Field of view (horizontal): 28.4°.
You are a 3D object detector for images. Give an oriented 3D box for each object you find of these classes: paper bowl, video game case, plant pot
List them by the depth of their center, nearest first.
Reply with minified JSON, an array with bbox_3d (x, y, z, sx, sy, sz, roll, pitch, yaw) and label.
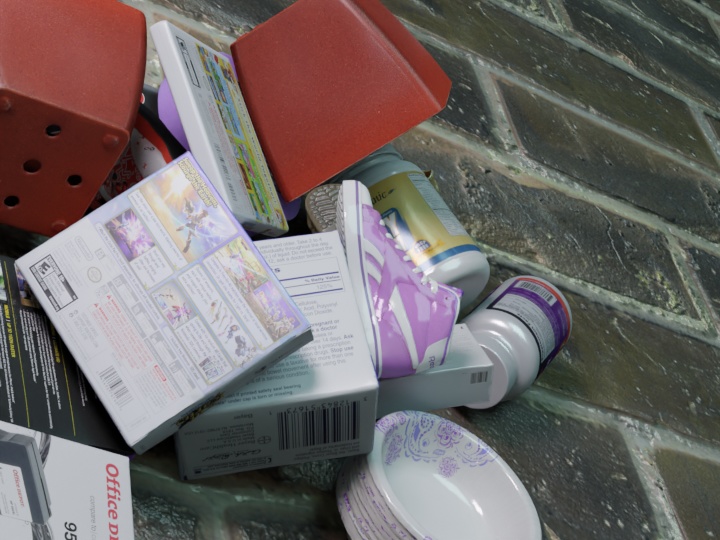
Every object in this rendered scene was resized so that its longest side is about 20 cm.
[{"bbox_3d":[-0.169,0.026,1.228,0.200,0.181,0.045,55,-7,17],"label":"video game case"},{"bbox_3d":[-0.314,-0.148,1.311,0.200,0.200,0.176,18,32,-33],"label":"plant pot"},{"bbox_3d":[0.067,0.241,1.373,0.200,0.104,0.201,28,29,-17],"label":"paper bowl"},{"bbox_3d":[-0.138,-0.135,1.415,0.182,0.023,0.200,14,55,-75],"label":"video game case"},{"bbox_3d":[-0.032,-0.216,1.565,0.176,0.200,0.200,58,13,-11],"label":"plant pot"}]

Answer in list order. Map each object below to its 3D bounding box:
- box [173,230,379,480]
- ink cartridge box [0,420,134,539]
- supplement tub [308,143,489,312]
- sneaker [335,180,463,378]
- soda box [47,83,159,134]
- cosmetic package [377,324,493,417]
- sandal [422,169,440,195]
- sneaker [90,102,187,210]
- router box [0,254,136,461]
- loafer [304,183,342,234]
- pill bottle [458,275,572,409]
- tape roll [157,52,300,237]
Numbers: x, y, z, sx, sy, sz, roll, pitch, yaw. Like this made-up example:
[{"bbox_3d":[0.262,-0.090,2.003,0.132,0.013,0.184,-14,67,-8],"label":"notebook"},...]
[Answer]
[{"bbox_3d":[-0.092,0.076,1.329,0.183,0.105,0.200,-7,48,-8],"label":"box"},{"bbox_3d":[-0.275,0.194,1.078,0.200,0.084,0.145,22,37,-31],"label":"ink cartridge box"},{"bbox_3d":[0.041,-0.036,1.655,0.145,0.145,0.200,-7,56,-51],"label":"supplement tub"},{"bbox_3d":[0.038,0.004,1.393,0.114,0.073,0.201,-8,77,-9],"label":"sneaker"},{"bbox_3d":[-0.294,-0.179,1.525,0.200,0.071,0.063,21,39,-32],"label":"soda box"},{"bbox_3d":[0.026,0.107,1.443,0.200,0.051,0.083,-7,33,-15],"label":"cosmetic package"},{"bbox_3d":[0.063,-0.109,1.841,0.212,0.070,0.078,38,31,-7],"label":"sandal"},{"bbox_3d":[-0.221,-0.086,1.442,0.067,0.108,0.201,29,15,-49],"label":"sneaker"},{"bbox_3d":[-0.284,0.080,1.238,0.149,0.051,0.200,18,39,-37],"label":"router box"},{"bbox_3d":[0.000,0.000,1.472,0.076,0.067,0.200,-16,59,-8],"label":"loafer"},{"bbox_3d":[0.169,0.087,1.680,0.111,0.111,0.200,46,32,5],"label":"pill bottle"},{"bbox_3d":[-0.142,-0.137,1.573,0.200,0.066,0.200,56,20,-32],"label":"tape roll"}]
